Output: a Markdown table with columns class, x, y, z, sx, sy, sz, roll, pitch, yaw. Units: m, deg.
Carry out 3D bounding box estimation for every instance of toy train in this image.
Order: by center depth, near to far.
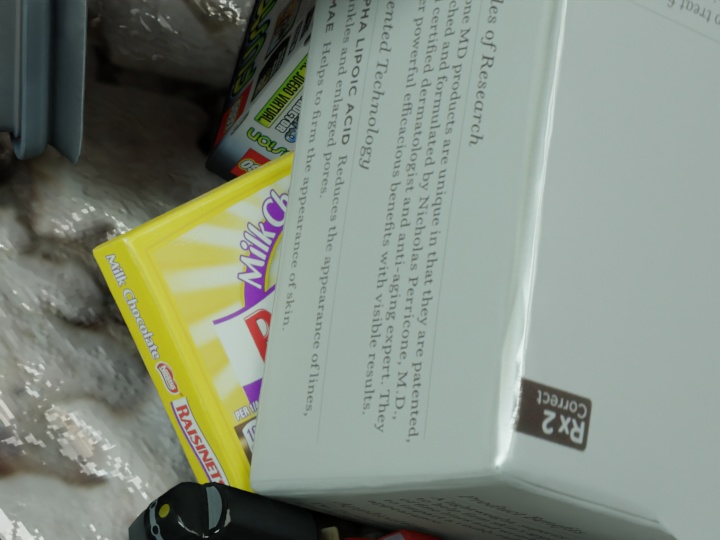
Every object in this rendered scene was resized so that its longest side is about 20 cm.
| class | x | y | z | sx | sy | sz | roll | pitch | yaw |
| --- | --- | --- | --- | --- | --- | --- | --- | --- | --- |
| toy train | 0.014 | 0.108 | 0.930 | 0.200 | 0.046 | 0.034 | 18 | 43 | -29 |

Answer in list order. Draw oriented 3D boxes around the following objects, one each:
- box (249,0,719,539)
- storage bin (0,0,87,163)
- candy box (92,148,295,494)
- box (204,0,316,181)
| class | x | y | z | sx | sy | sz | roll | pitch | yaw |
| --- | --- | --- | --- | --- | --- | --- | --- | --- | --- |
| box | 0.085 | 0.001 | 0.949 | 0.199 | 0.131 | 0.201 | 19 | 73 | -39 |
| storage bin | -0.178 | -0.128 | 0.936 | 0.134 | 0.146 | 0.200 | -6 | 54 | -12 |
| candy box | 0.000 | 0.000 | 0.985 | 0.200 | 0.026 | 0.102 | -29 | 94 | -40 |
| box | -0.004 | -0.127 | 1.094 | 0.035 | 0.110 | 0.200 | 31 | 39 | -15 |
